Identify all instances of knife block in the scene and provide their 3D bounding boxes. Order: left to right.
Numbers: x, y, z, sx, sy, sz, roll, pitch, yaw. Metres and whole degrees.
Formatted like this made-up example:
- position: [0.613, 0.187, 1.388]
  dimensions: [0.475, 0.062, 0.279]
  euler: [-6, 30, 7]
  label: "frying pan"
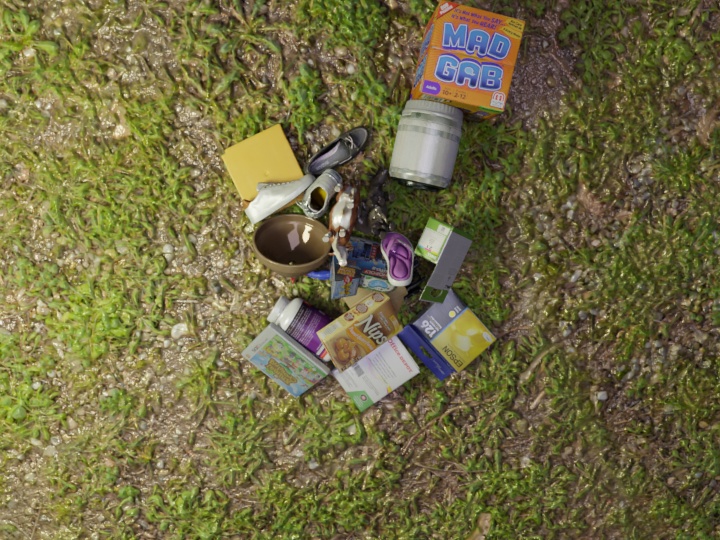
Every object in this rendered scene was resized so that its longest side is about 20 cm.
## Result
- position: [0.071, 0.031, 1.339]
  dimensions: [0.198, 0.064, 0.177]
  euler: [9, 109, -27]
  label: "knife block"

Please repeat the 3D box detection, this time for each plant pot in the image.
- position: [-0.174, -0.049, 1.304]
  dimensions: [0.199, 0.202, 0.093]
  euler: [6, 135, -4]
  label: "plant pot"

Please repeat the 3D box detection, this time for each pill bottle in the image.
- position: [-0.143, 0.149, 1.350]
  dimensions: [0.199, 0.112, 0.113]
  euler: [33, 96, -8]
  label: "pill bottle"

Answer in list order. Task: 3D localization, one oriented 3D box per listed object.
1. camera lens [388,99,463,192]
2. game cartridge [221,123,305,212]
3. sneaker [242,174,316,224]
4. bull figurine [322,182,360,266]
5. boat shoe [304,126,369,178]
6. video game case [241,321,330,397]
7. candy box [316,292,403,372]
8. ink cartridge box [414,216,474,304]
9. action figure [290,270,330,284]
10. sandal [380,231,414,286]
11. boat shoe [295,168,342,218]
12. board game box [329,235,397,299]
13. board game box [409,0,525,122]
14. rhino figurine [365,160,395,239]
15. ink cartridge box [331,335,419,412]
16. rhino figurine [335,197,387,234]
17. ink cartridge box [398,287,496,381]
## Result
- position: [0.163, -0.305, 1.270]
  dimensions: [0.158, 0.160, 0.202]
  euler: [11, 99, -5]
  label: "camera lens"
- position: [-0.243, -0.251, 1.323]
  dimensions: [0.175, 0.032, 0.201]
  euler: [-24, 97, 1]
  label: "game cartridge"
- position: [-0.210, -0.201, 1.279]
  dimensions: [0.199, 0.073, 0.085]
  euler: [-31, 100, 3]
  label: "sneaker"
- position: [-0.044, -0.110, 1.196]
  dimensions: [0.065, 0.121, 0.202]
  euler: [9, 93, 5]
  label: "bull figurine"
- position: [-0.058, -0.302, 1.309]
  dimensions: [0.199, 0.057, 0.067]
  euler: [-35, 98, 3]
  label: "boat shoe"
- position: [-0.203, 0.244, 1.356]
  dimensions: [0.200, 0.022, 0.182]
  euler: [40, 132, -8]
  label: "video game case"
- position: [0.001, 0.154, 1.289]
  dimensions: [0.199, 0.055, 0.116]
  euler: [-33, 124, -12]
  label: "candy box"
- position: [0.199, -0.022, 1.320]
  dimensions: [0.075, 0.147, 0.201]
  euler: [29, 99, 33]
  label: "ink cartridge box"
- position: [-0.083, 0.038, 1.356]
  dimensions: [0.198, 0.065, 0.100]
  euler: [-6, 82, -2]
  label: "action figure"
- position: [0.098, -0.042, 1.260]
  dimensions: [0.082, 0.204, 0.050]
  euler: [-3, 131, -5]
  label: "sandal"
- position: [-0.111, -0.164, 1.242]
  dimensions: [0.075, 0.202, 0.086]
  euler: [42, 60, -8]
  label: "boat shoe"
- position: [0.000, 0.000, 1.279]
  dimensions: [0.198, 0.201, 0.062]
  euler: [14, 129, 2]
  label: "board game box"
- position: [0.244, -0.489, 1.224]
  dimensions: [0.198, 0.200, 0.202]
  euler: [11, 98, -5]
  label: "board game box"
- position: [0.046, -0.184, 1.324]
  dimensions: [0.059, 0.087, 0.202]
  euler: [-5, 100, -30]
  label: "rhino figurine"
- position: [0.041, 0.263, 1.393]
  dimensions: [0.199, 0.084, 0.145]
  euler: [-35, 100, 3]
  label: "ink cartridge box"
- position: [0.003, -0.136, 1.278]
  dimensions: [0.059, 0.199, 0.088]
  euler: [-18, 112, -36]
  label: "rhino figurine"
- position: [0.239, 0.183, 1.413]
  dimensions: [0.200, 0.047, 0.198]
  euler: [-44, 99, 2]
  label: "ink cartridge box"
